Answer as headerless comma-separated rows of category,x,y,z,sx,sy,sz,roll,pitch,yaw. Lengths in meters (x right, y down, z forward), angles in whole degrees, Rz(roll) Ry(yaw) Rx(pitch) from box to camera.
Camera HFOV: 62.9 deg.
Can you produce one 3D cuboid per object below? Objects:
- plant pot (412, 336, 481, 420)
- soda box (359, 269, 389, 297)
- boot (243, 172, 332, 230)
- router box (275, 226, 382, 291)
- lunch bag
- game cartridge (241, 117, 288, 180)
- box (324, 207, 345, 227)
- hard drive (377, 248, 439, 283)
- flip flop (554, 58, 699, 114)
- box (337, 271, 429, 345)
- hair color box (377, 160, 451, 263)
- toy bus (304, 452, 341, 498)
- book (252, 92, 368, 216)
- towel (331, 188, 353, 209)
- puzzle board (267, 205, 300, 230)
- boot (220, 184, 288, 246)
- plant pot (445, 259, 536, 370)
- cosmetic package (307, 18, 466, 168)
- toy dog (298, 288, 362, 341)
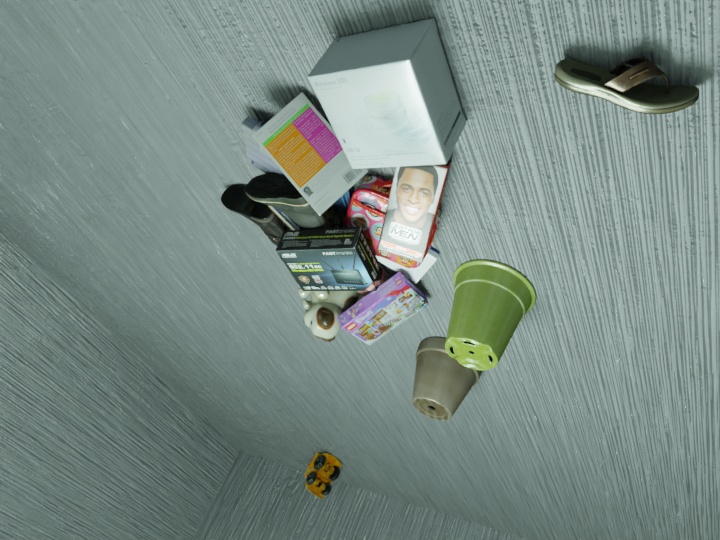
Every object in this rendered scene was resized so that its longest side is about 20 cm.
plant pot,0.230,0.317,1.669,0.197,0.175,0.201,19,146,13
soda box,0.000,0.000,1.447,0.067,0.065,0.200,-6,152,28
boot,-0.160,-0.135,1.303,0.198,0.078,0.139,19,152,38
router box,-0.066,-0.022,1.298,0.197,0.063,0.151,-2,141,25
lunch bag,0.071,-0.112,1.269,0.197,0.082,0.178,24,131,4
game cartridge,-0.166,-0.237,1.265,0.199,0.038,0.130,33,149,14
box,-0.125,-0.148,1.393,0.200,0.065,0.070,44,145,-24
hard drive,0.075,-0.055,1.406,0.198,0.026,0.132,31,148,-3
flip flop,0.377,-0.274,0.835,0.198,0.081,0.058,24,134,18
box,0.059,0.100,1.485,0.199,0.039,0.137,-36,140,14
hair color box,0.105,-0.127,1.165,0.100,0.061,0.203,17,117,10
toy bus,-0.219,1.029,2.991,0.136,0.201,0.191,42,153,-21
book,-0.097,-0.228,1.161,0.201,0.133,0.048,50,179,-5
towel,-0.083,-0.220,1.276,0.110,0.049,0.201,11,144,27
puzzle board,-0.150,-0.103,1.432,0.200,0.017,0.151,45,-176,-17
boot,-0.258,-0.126,1.524,0.199,0.070,0.175,30,165,29
plant pot,0.275,0.114,1.334,0.197,0.191,0.201,20,148,13
cosmetic package,0.050,-0.292,1.007,0.197,0.124,0.201,3,139,34
toy dog,-0.073,0.088,1.555,0.192,0.202,0.140,24,149,6
